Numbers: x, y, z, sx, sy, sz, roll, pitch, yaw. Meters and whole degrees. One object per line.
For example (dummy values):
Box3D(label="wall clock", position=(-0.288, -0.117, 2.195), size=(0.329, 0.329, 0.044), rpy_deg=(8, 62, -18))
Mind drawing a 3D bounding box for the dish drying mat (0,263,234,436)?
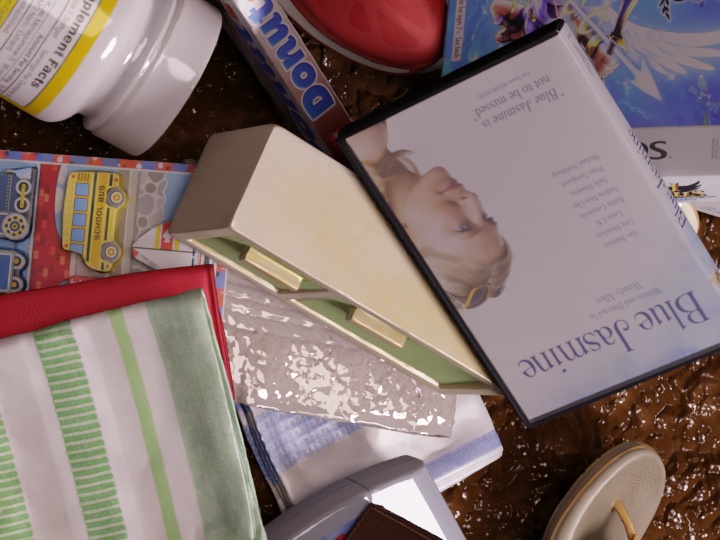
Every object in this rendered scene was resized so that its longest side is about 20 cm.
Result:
Box3D(label="dish drying mat", position=(-0.172, 0.048, 1.379), size=(0.199, 0.018, 0.077), rpy_deg=(-9, 89, 2))

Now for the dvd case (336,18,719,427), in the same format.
Box3D(label="dvd case", position=(0.096, -0.020, 1.334), size=(0.200, 0.142, 0.018), rpy_deg=(56, 29, -17))

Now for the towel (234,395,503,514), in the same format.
Box3D(label="towel", position=(-0.011, 0.053, 1.483), size=(0.147, 0.024, 0.200), rpy_deg=(-26, 97, -22))

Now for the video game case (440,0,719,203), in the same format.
Box3D(label="video game case", position=(0.137, -0.135, 1.369), size=(0.181, 0.045, 0.201), rpy_deg=(-1, 73, 22))

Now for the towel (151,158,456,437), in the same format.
Box3D(label="towel", position=(-0.028, 0.017, 1.447), size=(0.200, 0.034, 0.133), rpy_deg=(11, 84, -21))

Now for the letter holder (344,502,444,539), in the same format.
Box3D(label="letter holder", position=(0.013, 0.249, 1.375), size=(0.101, 0.142, 0.200), rpy_deg=(42, 79, -29))

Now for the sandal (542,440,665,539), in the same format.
Box3D(label="sandal", position=(0.130, 0.196, 1.500), size=(0.200, 0.054, 0.080), rpy_deg=(-57, 142, -12))

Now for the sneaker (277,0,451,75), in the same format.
Box3D(label="sneaker", position=(-0.016, -0.186, 1.352), size=(0.200, 0.116, 0.078), rpy_deg=(41, 77, -11))

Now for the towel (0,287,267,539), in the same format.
Box3D(label="towel", position=(-0.162, 0.106, 1.365), size=(0.199, 0.023, 0.153), rpy_deg=(-14, 101, 5))

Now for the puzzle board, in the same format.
Box3D(label="puzzle board", position=(-0.151, 0.037, 1.395), size=(0.150, 0.017, 0.201), rpy_deg=(4, 86, 6))

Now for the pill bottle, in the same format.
Box3D(label="pill bottle", position=(-0.183, -0.151, 1.374), size=(0.200, 0.114, 0.114), rpy_deg=(30, 77, -18))

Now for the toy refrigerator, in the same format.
Box3D(label="toy refrigerator", position=(0.000, 0.000, 1.392), size=(0.200, 0.076, 0.070), rpy_deg=(32, 73, -27))

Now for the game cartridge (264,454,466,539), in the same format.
Box3D(label="game cartridge", position=(-0.022, 0.202, 1.448), size=(0.200, 0.042, 0.133), rpy_deg=(-37, 119, -18))

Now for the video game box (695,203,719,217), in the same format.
Box3D(label="video game box", position=(0.212, -0.074, 1.492), size=(0.200, 0.182, 0.047), rpy_deg=(16, 82, -21))

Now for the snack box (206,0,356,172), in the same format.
Box3D(label="snack box", position=(-0.056, -0.134, 1.414), size=(0.024, 0.072, 0.200), rpy_deg=(-38, 120, -9))

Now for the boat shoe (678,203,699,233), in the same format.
Box3D(label="boat shoe", position=(0.134, -0.022, 1.452), size=(0.069, 0.200, 0.074), rpy_deg=(-36, 89, -13))

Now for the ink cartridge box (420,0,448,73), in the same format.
Box3D(label="ink cartridge box", position=(0.019, -0.236, 1.474), size=(0.146, 0.084, 0.200), rpy_deg=(22, 81, -19))
